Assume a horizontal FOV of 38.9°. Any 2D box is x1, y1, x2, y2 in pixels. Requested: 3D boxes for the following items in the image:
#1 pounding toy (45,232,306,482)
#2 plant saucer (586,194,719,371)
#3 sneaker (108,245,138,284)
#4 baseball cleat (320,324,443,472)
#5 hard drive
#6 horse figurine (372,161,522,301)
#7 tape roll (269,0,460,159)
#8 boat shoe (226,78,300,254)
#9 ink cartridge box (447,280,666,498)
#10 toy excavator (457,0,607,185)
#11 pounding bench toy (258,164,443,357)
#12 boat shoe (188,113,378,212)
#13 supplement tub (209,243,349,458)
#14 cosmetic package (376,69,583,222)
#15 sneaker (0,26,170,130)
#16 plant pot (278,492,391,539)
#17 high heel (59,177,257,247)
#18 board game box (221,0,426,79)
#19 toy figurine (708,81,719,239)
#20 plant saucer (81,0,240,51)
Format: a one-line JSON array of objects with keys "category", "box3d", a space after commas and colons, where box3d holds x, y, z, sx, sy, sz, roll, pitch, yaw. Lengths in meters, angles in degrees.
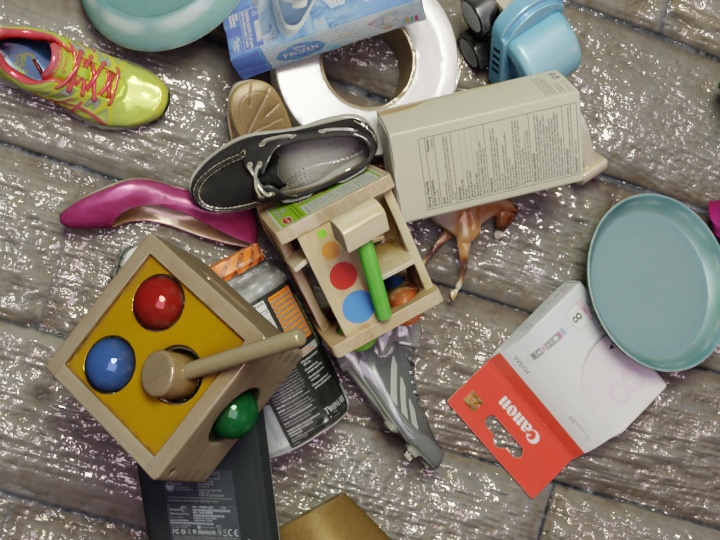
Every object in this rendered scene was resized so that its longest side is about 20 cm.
[{"category": "pounding toy", "box3d": [-0.150, 0.080, 0.910, 0.200, 0.142, 0.185, 39, 91, 21]}, {"category": "plant saucer", "box3d": [0.333, 0.015, 1.156, 0.198, 0.027, 0.203, 5, 76, -23]}, {"category": "sneaker", "box3d": [-0.218, 0.071, 1.074, 0.086, 0.074, 0.203, -10, 101, -17]}, {"category": "baseball cleat", "box3d": [0.046, 0.119, 1.115, 0.106, 0.070, 0.201, -40, 98, -7]}, {"category": "hard drive", "box3d": [-0.158, 0.196, 1.022, 0.138, 0.033, 0.203, -2, 103, 17]}, {"category": "horse figurine", "box3d": [0.072, -0.062, 1.128, 0.199, 0.050, 0.133, 31, 91, -12]}, {"category": "tape roll", "box3d": [0.003, -0.221, 1.101, 0.200, 0.071, 0.205, 0, 90, -10]}, {"category": "boat shoe", "box3d": [-0.092, -0.111, 1.087, 0.073, 0.069, 0.202, -19, 115, -11]}, {"category": "ink cartridge box", "box3d": [0.225, 0.138, 1.160, 0.200, 0.057, 0.163, -44, 98, -12]}, {"category": "toy excavator", "box3d": [0.200, -0.208, 1.114, 0.099, 0.195, 0.201, -31, 68, -8]}, {"category": "pounding bench toy", "box3d": [0.000, 0.000, 0.997, 0.123, 0.200, 0.157, -27, 106, -7]}, {"category": "boat shoe", "box3d": [-0.078, -0.100, 1.015, 0.198, 0.060, 0.075, -14, 112, 2]}, {"category": "supplement tub", "box3d": [-0.105, 0.082, 1.061, 0.122, 0.122, 0.202, -27, 95, -9]}, {"category": "cosmetic package", "box3d": [0.123, -0.128, 1.048, 0.197, 0.071, 0.106, -12, 121, -5]}, {"category": "sneaker", "box3d": [-0.292, -0.197, 1.039, 0.198, 0.090, 0.079, 14, 87, -12]}, {"category": "plant pot", "box3d": [-0.011, 0.344, 1.067, 0.185, 0.186, 0.202, -26, 82, -9]}, {"category": "high heel", "box3d": [-0.208, -0.048, 1.069, 0.198, 0.067, 0.097, -15, 83, -23]}, {"category": "board game box", "box3d": [-0.050, -0.317, 1.037, 0.197, 0.043, 0.202, -16, 69, 9]}, {"category": "toy figurine", "box3d": [0.478, -0.105, 1.181, 0.198, 0.150, 0.186, 5, 105, -34]}, {"category": "plant saucer", "box3d": [-0.202, -0.321, 1.039, 0.197, 0.027, 0.203, -4, 74, 14]}]
